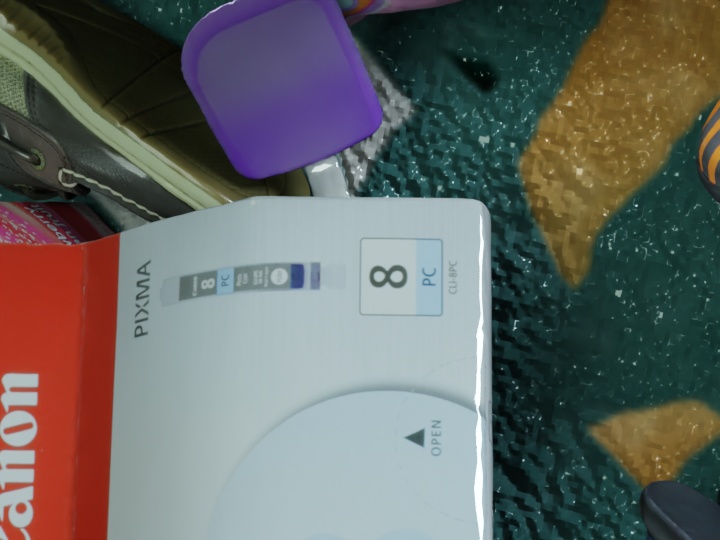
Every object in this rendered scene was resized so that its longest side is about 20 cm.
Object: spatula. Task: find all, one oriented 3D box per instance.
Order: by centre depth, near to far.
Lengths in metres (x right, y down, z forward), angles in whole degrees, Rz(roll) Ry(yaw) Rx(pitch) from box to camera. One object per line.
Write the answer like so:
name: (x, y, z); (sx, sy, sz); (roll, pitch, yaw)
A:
spatula: (0.000, 0.000, 0.944); (0.056, 0.021, 0.200); (-21, 103, 10)

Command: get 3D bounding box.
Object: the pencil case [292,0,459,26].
pencil case: (0.064, -0.133, 0.913); (0.200, 0.087, 0.088); (-10, 87, 24)

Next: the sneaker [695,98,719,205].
sneaker: (0.160, -0.109, 0.824); (0.200, 0.112, 0.078); (-44, 42, -6)

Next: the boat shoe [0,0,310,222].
boat shoe: (-0.107, -0.058, 1.004); (0.201, 0.072, 0.066); (36, 118, 16)

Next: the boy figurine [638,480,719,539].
boy figurine: (0.073, 0.158, 0.894); (0.064, 0.124, 0.200); (43, 115, 37)

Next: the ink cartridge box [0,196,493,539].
ink cartridge box: (-0.059, 0.057, 0.883); (0.200, 0.047, 0.160); (1, 70, -1)

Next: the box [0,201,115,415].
box: (-0.082, 0.074, 0.974); (0.200, 0.100, 0.095); (45, 108, 18)
